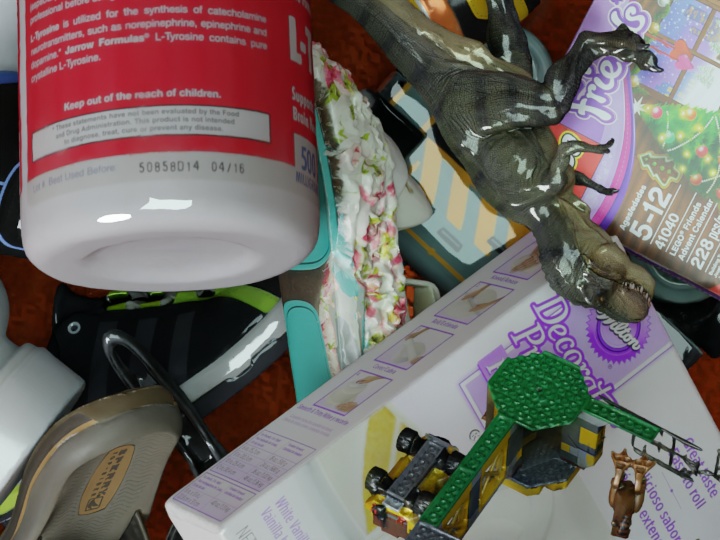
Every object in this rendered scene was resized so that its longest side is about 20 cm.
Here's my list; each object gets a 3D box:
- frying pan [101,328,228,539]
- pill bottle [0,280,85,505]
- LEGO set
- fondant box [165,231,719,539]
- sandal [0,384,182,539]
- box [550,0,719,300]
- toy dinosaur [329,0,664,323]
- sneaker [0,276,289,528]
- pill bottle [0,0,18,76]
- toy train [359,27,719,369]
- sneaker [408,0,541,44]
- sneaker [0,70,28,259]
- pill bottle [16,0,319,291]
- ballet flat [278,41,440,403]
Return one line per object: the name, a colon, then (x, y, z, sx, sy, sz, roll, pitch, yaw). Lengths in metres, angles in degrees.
frying pan: (-0.033, 0.096, 1.189, 0.115, 0.031, 0.190, -13, 124, -3)
pill bottle: (-0.214, 0.019, 1.144, 0.200, 0.112, 0.112, 37, 92, 0)
LEGO set: (0.096, 0.134, 1.022, 0.200, 0.116, 0.154, 18, 49, 15)
fondant box: (0.044, 0.096, 1.109, 0.200, 0.058, 0.144, -36, 110, -20)
sandal: (-0.110, 0.123, 1.159, 0.082, 0.200, 0.055, -17, 59, -38)
box: (0.161, -0.091, 1.125, 0.137, 0.039, 0.200, 27, 94, 5)
toy dinosaur: (0.058, -0.074, 1.086, 0.088, 0.047, 0.200, -42, 74, 0)
sneaker: (-0.095, 0.032, 1.206, 0.200, 0.072, 0.083, -38, 91, 1)
pill bottle: (-0.155, -0.139, 1.177, 0.113, 0.113, 0.200, 25, 91, -2)
toy train: (0.073, -0.019, 1.198, 0.200, 0.085, 0.114, 42, 91, -2)
sneaker: (0.016, -0.175, 1.179, 0.090, 0.070, 0.200, -28, 66, -2)
sneaker: (-0.107, -0.035, 1.139, 0.078, 0.200, 0.070, 30, 113, 32)
pill bottle: (-0.074, -0.100, 1.074, 0.112, 0.112, 0.200, -3, 77, -1)
ballet flat: (0.000, 0.000, 1.150, 0.064, 0.076, 0.200, -13, 104, -29)
